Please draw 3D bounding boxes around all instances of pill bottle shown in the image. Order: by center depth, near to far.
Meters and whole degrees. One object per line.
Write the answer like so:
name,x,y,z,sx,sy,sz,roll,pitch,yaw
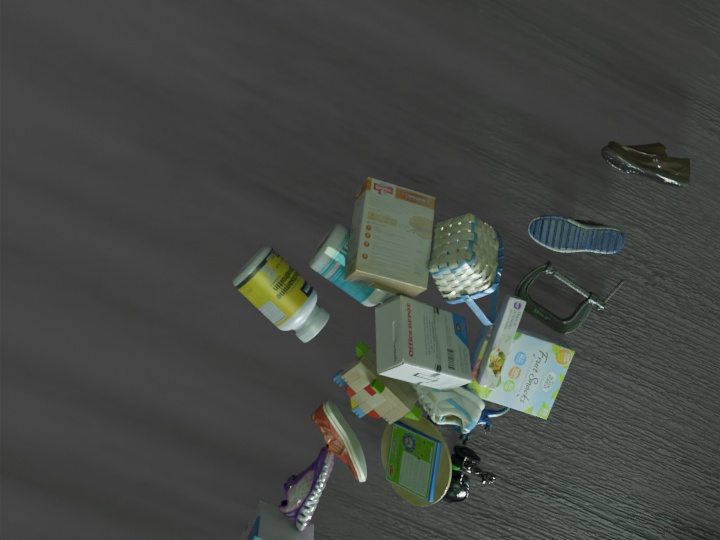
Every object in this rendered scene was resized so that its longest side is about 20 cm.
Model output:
pill bottle,0.000,0.000,1.502,0.199,0.111,0.111,36,100,-10
pill bottle,-0.161,0.053,1.509,0.112,0.112,0.200,-44,102,8

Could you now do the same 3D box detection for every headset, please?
headset,0.229,0.447,1.581,0.093,0.200,0.124,25,66,4

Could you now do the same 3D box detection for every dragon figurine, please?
dragon figurine,0.242,0.319,1.618,0.199,0.059,0.100,-30,103,5

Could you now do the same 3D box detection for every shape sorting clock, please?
shape sorting clock,0.121,0.414,1.592,0.199,0.039,0.202,4,97,40

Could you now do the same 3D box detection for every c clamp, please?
c clamp,0.443,0.048,1.578,0.199,0.027,0.172,26,107,-10

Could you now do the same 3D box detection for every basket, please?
basket,0.227,-0.010,1.460,0.139,0.177,0.200,-20,133,37

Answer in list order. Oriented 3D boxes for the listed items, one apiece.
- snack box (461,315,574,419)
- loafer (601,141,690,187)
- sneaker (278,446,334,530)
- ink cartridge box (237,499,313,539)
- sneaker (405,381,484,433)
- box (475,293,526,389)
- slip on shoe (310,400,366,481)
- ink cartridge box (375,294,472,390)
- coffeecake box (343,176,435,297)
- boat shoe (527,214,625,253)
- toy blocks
snack box,0.342,0.212,1.590,0.199,0.068,0.170,17,101,-7
loafer,0.590,-0.231,1.494,0.199,0.073,0.071,18,92,-11
sneaker,-0.126,0.485,1.642,0.088,0.080,0.201,26,99,10
ink cartridge box,-0.215,0.666,1.644,0.145,0.147,0.201,28,101,-9
sneaker,0.163,0.277,1.562,0.199,0.081,0.077,22,149,19
box,0.294,0.150,1.521,0.038,0.041,0.201,17,97,-6
slip on shoe,-0.045,0.387,1.621,0.061,0.074,0.201,-29,98,12
ink cartridge box,0.128,0.151,1.483,0.199,0.147,0.084,20,146,-36
coffeecake box,0.060,-0.065,1.444,0.152,0.073,0.201,15,69,-18
boat shoe,0.445,-0.075,1.519,0.198,0.072,0.073,12,104,0
toy blocks,0.024,0.263,1.566,0.200,0.100,0.137,44,130,-5
